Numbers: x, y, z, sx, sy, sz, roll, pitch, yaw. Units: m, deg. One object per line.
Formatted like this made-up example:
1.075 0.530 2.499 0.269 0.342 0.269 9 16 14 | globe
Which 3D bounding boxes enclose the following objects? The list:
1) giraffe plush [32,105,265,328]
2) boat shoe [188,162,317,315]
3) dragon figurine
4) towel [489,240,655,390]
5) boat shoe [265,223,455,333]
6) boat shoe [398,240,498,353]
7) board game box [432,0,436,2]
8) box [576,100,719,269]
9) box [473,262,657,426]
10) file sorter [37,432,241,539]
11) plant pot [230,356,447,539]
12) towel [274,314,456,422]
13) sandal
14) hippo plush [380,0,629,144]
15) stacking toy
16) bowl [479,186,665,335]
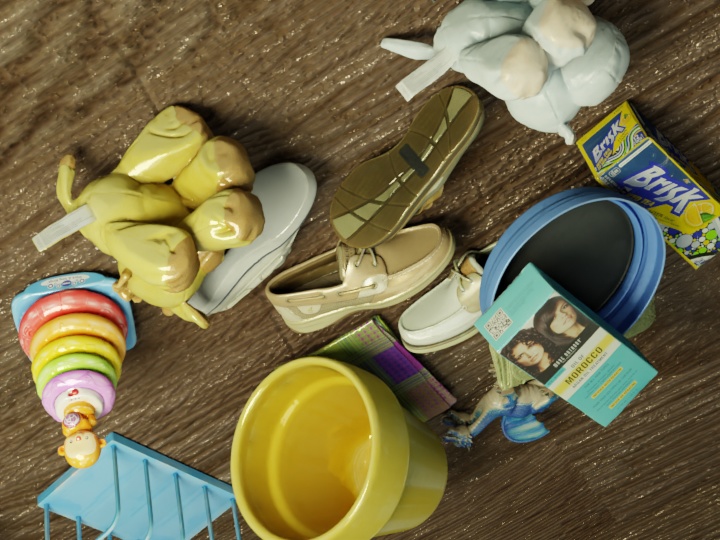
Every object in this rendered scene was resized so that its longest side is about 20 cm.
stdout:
-0.179 -0.026 1.169 0.199 0.173 0.162 -18 150 0 | giraffe plush
-0.102 -0.028 1.248 0.200 0.071 0.070 -49 154 23 | boat shoe
0.193 0.162 1.505 0.199 0.059 0.100 -3 133 -12 | dragon figurine
0.222 0.037 1.338 0.199 0.037 0.149 -22 131 -13 | towel
0.000 0.000 1.289 0.199 0.072 0.065 -26 135 11 | boat shoe
0.123 0.012 1.340 0.199 0.075 0.069 -31 133 -1 | boat shoe
0.101 -0.325 1.039 0.199 0.028 0.135 -33 133 15 | board game box
0.309 -0.085 1.301 0.070 0.065 0.200 -40 131 21 | box
0.205 0.076 1.247 0.082 0.049 0.200 -48 131 10 | box
-0.250 0.306 1.474 0.139 0.123 0.200 -40 131 22 | file sorter
-0.008 0.209 1.385 0.200 0.202 0.188 -39 146 21 | plant pot
0.009 0.136 1.456 0.143 0.023 0.200 -31 132 14 | towel
0.052 -0.093 1.225 0.200 0.081 0.054 -46 149 21 | sandal
0.155 -0.173 1.107 0.200 0.160 0.161 -37 131 19 | hippo plush
-0.272 0.107 1.224 0.115 0.201 0.110 -9 135 -6 | stacking toy
0.207 0.007 1.258 0.199 0.039 0.202 -14 128 -19 | bowl
